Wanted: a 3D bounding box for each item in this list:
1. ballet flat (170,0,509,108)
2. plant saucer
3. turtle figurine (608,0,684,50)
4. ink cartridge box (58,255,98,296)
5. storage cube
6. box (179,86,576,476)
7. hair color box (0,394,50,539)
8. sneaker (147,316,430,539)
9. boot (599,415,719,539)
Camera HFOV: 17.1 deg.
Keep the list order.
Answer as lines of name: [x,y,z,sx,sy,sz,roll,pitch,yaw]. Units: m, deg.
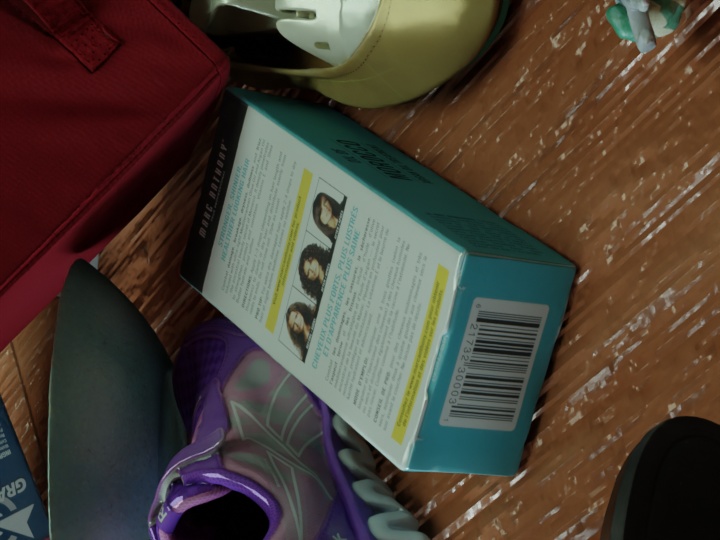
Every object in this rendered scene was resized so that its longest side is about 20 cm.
ballet flat: [-0.019,-0.098,0.929,0.200,0.063,0.069,-1,78,60]
plant saucer: [-0.095,0.094,0.996,0.201,0.038,0.202,-3,-90,-88]
turtle figurine: [0.068,-0.146,0.744,0.101,0.150,0.200,-42,23,-16]
ink cartridge box: [-0.203,-0.072,1.222,0.200,0.084,0.146,14,97,59]
storage cube: [-0.182,-0.061,0.985,0.180,0.171,0.200,-46,0,-14]
box: [0.000,0.000,0.893,0.200,0.049,0.083,38,117,56]
hair color box: [-0.206,0.087,1.143,0.100,0.060,0.201,4,116,60]
sneaker: [-0.043,0.081,0.916,0.200,0.088,0.081,58,135,50]
boot: [0.068,0.153,0.761,0.200,0.068,0.190,152,111,-64]
